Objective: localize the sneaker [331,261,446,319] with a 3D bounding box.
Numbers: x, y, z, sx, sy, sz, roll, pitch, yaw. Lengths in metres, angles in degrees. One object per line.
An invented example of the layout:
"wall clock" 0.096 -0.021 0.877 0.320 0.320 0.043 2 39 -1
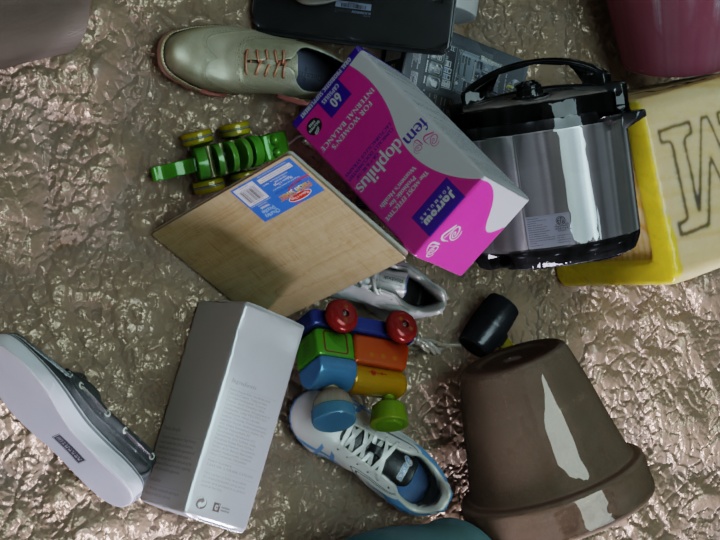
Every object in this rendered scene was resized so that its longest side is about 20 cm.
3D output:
"sneaker" 0.000 0.000 1.543 0.200 0.087 0.075 16 83 -30

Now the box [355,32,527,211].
"box" 0.086 -0.143 1.619 0.157 0.051 0.201 15 81 -31

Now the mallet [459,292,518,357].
"mallet" 0.188 0.100 1.691 0.200 0.041 0.066 39 73 -30

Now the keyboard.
"keyboard" -0.004 -0.282 1.528 0.199 0.021 0.127 7 91 -1

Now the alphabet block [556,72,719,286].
"alphabet block" 0.327 -0.099 1.689 0.200 0.195 0.197 -17 96 -32

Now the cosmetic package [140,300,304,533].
"cosmetic package" -0.128 0.133 1.453 0.074 0.102 0.201 23 78 -30

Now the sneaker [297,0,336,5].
"sneaker" 0.028 -0.298 1.477 0.199 0.085 0.073 -19 89 -1

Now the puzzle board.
"puzzle board" -0.075 -0.027 1.438 0.151 0.200 0.017 41 45 -24

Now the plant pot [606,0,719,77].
"plant pot" 0.349 -0.315 1.716 0.200 0.200 0.180 -19 115 -31

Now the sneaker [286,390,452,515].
"sneaker" 0.014 0.179 1.558 0.200 0.072 0.072 36 73 -25

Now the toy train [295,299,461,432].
"toy train" 0.029 0.107 1.538 0.200 0.085 0.116 12 57 -31

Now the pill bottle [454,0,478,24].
"pill bottle" 0.089 -0.357 1.589 0.110 0.111 0.201 10 84 -31

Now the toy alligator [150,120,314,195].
"toy alligator" -0.104 -0.114 1.497 0.200 0.054 0.059 -16 98 -31

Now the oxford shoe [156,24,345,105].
"oxford shoe" -0.095 -0.201 1.493 0.200 0.074 0.071 1 88 -32

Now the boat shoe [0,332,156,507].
"boat shoe" -0.258 0.125 1.398 0.200 0.069 0.057 53 45 -21

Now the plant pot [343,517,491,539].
"plant pot" 0.044 0.332 1.514 0.188 0.200 0.201 -22 101 -42

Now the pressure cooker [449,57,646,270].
"pressure cooker" 0.184 -0.109 1.546 0.176 0.179 0.201 -13 98 -29

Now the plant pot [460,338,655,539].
"plant pot" 0.179 0.169 1.588 0.200 0.200 0.175 -23 99 -30

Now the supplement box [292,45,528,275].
"supplement box" 0.046 -0.103 1.472 0.101 0.200 0.103 -49 152 12

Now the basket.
"basket" -0.340 -0.235 1.311 0.200 0.136 0.181 -11 99 -35
